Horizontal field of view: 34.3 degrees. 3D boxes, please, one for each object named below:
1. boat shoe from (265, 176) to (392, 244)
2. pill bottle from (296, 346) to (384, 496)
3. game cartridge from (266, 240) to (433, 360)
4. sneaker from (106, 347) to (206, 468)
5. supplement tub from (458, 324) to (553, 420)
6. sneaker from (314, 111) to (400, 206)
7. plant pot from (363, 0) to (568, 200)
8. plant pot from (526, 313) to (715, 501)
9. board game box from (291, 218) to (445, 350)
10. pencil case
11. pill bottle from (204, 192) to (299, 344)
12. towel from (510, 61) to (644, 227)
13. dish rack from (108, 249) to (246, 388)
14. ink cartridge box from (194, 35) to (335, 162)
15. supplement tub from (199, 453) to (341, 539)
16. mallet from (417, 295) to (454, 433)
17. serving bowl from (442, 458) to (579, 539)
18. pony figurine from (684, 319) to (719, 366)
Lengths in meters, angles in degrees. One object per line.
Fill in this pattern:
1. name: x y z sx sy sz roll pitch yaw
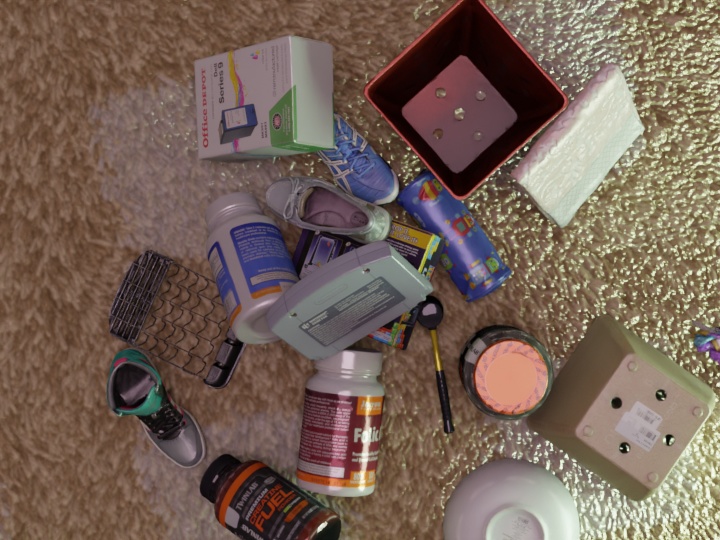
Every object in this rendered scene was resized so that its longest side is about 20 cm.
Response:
1. boat shoe: -0.053 -0.088 1.616 0.201 0.065 0.075 23 90 28
2. pill bottle: -0.025 0.209 1.650 0.113 0.114 0.202 6 90 2
3. game cartridge: -0.019 0.040 1.539 0.199 0.133 0.041 -31 51 17
4. sneaker: -0.293 0.199 1.656 0.083 0.121 0.201 -36 89 1
5. supplement tub: 0.198 0.138 1.598 0.122 0.200 0.124 0 89 3
6. sneaker: -0.026 -0.166 1.652 0.200 0.077 0.076 42 90 15
7. plant pot: 0.140 -0.229 1.615 0.200 0.176 0.200 -42 89 1
8. plant pot: 0.372 0.196 1.603 0.199 0.177 0.201 35 90 2
9. board game box: 0.000 0.000 1.643 0.199 0.057 0.166 21 90 27
10. pencil case: 0.129 -0.051 1.663 0.078 0.087 0.201 -35 89 -28
11. pill bottle: -0.152 -0.007 1.631 0.111 0.112 0.201 -23 60 2
12. towel: 0.305 -0.167 1.608 0.200 0.191 0.032 -50 58 2
13. dish rack: -0.259 0.067 1.692 0.199 0.055 0.154 25 89 4
14. ink cartridge box: -0.136 -0.233 1.621 0.199 0.087 0.147 -3 88 43
15. supplement tub: -0.132 0.338 1.639 0.199 0.107 0.107 28 91 25
16. mallet: 0.112 0.136 1.669 0.041 0.066 0.202 -10 90 3
17. serving bowl: 0.218 0.374 1.664 0.198 0.066 0.202 0 89 2
18. pony figurine: 0.575 0.122 1.624 0.199 0.167 0.194 -20 57 5
